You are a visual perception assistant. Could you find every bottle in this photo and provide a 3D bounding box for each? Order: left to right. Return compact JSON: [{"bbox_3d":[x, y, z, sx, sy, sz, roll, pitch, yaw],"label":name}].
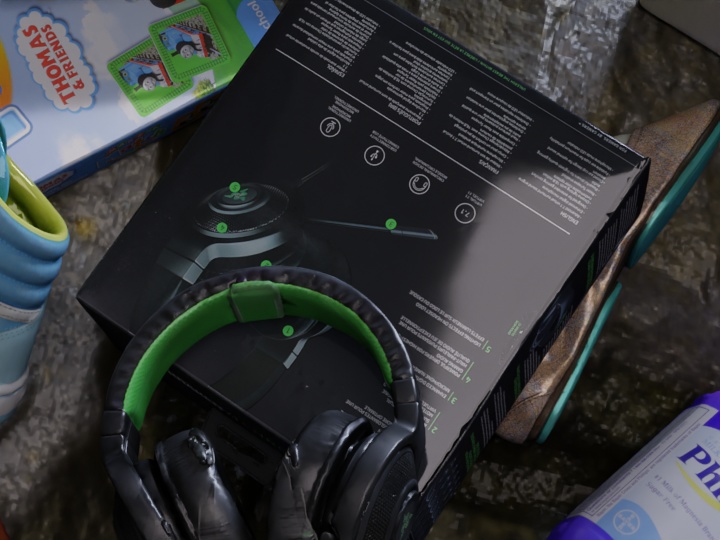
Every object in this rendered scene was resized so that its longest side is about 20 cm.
[{"bbox_3d":[0.175,0.099,0.908,0.200,0.065,0.084,-38,88,-18],"label":"bottle"}]

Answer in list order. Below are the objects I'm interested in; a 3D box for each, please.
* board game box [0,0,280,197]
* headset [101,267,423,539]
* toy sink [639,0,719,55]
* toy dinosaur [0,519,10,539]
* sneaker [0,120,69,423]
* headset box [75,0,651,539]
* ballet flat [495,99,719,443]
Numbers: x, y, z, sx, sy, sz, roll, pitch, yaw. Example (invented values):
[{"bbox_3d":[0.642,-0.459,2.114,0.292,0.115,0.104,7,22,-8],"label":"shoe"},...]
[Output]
[{"bbox_3d":[-0.151,-0.118,0.916,0.199,0.037,0.152,-29,83,-16],"label":"board game box"},{"bbox_3d":[-0.037,0.087,0.731,0.123,0.094,0.201,-7,64,5],"label":"headset"},{"bbox_3d":[0.239,-0.173,0.925,0.130,0.200,0.112,30,72,-1],"label":"toy sink"},{"bbox_3d":[-0.157,0.163,0.839,0.199,0.105,0.182,18,58,-42],"label":"toy dinosaur"},{"bbox_3d":[-0.215,-0.023,0.816,0.199,0.080,0.131,19,113,-23],"label":"sneaker"},{"bbox_3d":[0.000,0.000,0.854,0.174,0.093,0.200,32,79,13],"label":"headset box"},{"bbox_3d":[0.104,-0.014,0.926,0.067,0.068,0.200,31,70,7],"label":"ballet flat"}]
